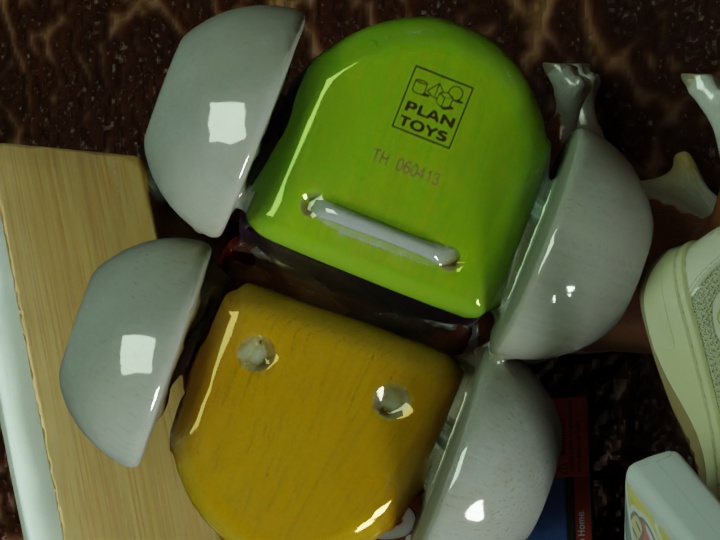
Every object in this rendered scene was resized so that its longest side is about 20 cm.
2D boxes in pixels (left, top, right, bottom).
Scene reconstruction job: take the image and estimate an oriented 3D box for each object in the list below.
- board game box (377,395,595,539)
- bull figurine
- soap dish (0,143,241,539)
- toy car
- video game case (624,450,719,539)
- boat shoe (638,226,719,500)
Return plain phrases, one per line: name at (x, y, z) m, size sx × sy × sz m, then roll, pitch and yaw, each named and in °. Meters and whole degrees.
board game box at (0.035, 0.141, 1.055) m, size 0.103 × 0.019 × 0.200 m, roll -4°, pitch 60°, yaw 8°
bull figurine at (0.097, -0.015, 1.084) m, size 0.200 × 0.065 × 0.122 m, roll 7°, pitch 95°, yaw 36°
soap dish at (-0.079, 0.052, 1.159) m, size 0.081 × 0.157 × 0.200 m, roll -17°, pitch 76°, yaw 16°
toy car at (0.000, 0.000, 1.038) m, size 0.175 × 0.150 × 0.200 m, roll 21°, pitch 105°, yaw -2°
video game case at (0.137, 0.183, 0.909) m, size 0.200 × 0.023 × 0.182 m, roll -127°, pitch 26°, yaw -47°
boat shoe at (0.154, 0.072, 0.958) m, size 0.065 × 0.072 × 0.200 m, roll -31°, pitch 64°, yaw 31°
